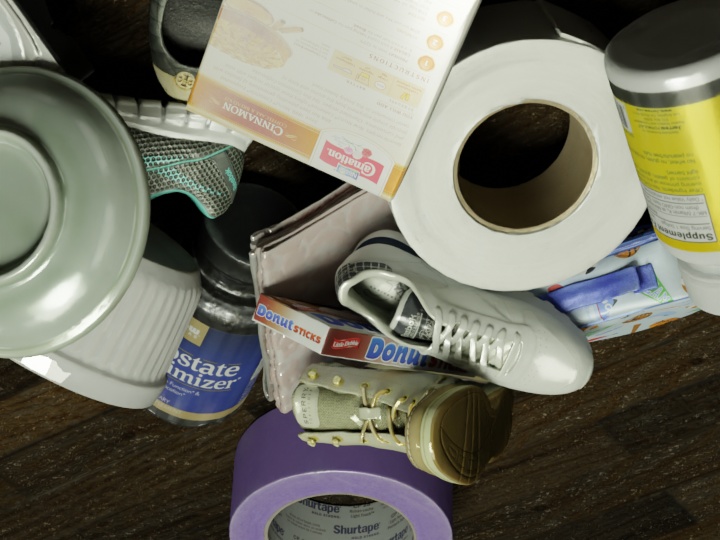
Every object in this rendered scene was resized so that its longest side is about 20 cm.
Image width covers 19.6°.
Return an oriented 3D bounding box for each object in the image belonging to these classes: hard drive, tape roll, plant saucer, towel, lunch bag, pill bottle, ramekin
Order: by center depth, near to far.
[{"bbox_3d":[-0.241,-0.041,1.405,0.200,0.201,0.050,-13,173,17],"label":"plant saucer"},{"bbox_3d":[0.246,-0.076,1.427,0.114,0.114,0.200,-13,120,16],"label":"pill bottle"},{"bbox_3d":[-0.303,-0.145,1.479,0.200,0.038,0.140,-28,102,31],"label":"hard drive"},{"bbox_3d":[0.111,-0.089,1.494,0.202,0.071,0.203,-4,119,-8],"label":"tape roll"},{"bbox_3d":[-0.211,0.004,1.522,0.200,0.200,0.105,27,99,-25],"label":"ramekin"},{"bbox_3d":[0.185,0.013,1.600,0.200,0.076,0.160,-19,173,19],"label":"lunch bag"},{"bbox_3d":[0.000,0.000,1.603,0.191,0.032,0.200,-31,144,-22],"label":"towel"},{"bbox_3d":[-0.113,0.026,1.650,0.112,0.112,0.200,14,137,-14],"label":"pill bottle"},{"bbox_3d":[-0.017,0.206,1.869,0.200,0.085,0.200,1,137,1],"label":"tape roll"}]

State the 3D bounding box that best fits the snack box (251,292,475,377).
[{"bbox_3d":[0.008,0.050,1.568,0.200,0.072,0.024,12,101,-53],"label":"snack box"}]

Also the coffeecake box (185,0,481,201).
[{"bbox_3d":[-0.008,-0.168,1.355,0.153,0.073,0.200,24,124,1],"label":"coffeecake box"}]

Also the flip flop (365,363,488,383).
[{"bbox_3d":[0.024,0.088,1.735,0.200,0.081,0.058,14,100,-20],"label":"flip flop"}]

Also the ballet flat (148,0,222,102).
[{"bbox_3d":[-0.111,-0.188,1.451,0.066,0.057,0.200,11,138,-9],"label":"ballet flat"}]

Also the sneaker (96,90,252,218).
[{"bbox_3d":[-0.178,-0.084,1.531,0.200,0.078,0.091,8,95,-4],"label":"sneaker"}]

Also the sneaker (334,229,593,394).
[{"bbox_3d":[0.073,0.044,1.520,0.200,0.081,0.077,23,109,4],"label":"sneaker"}]

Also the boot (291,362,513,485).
[{"bbox_3d":[0.020,0.109,1.541,0.154,0.072,0.200,6,-176,17],"label":"boot"}]
